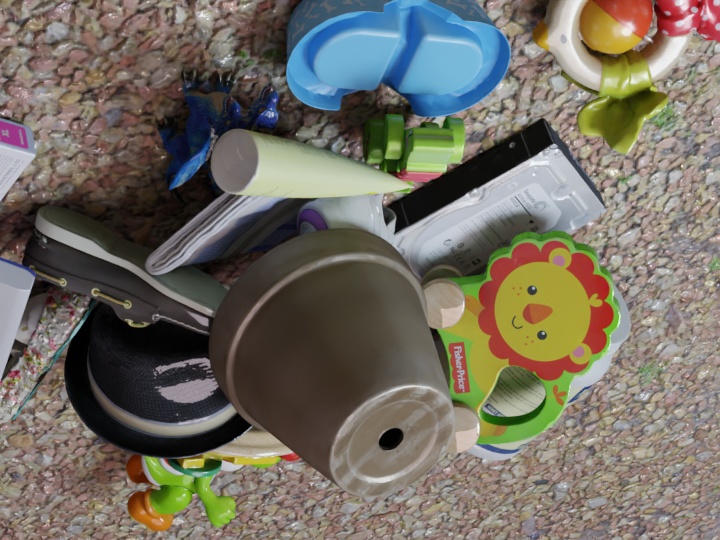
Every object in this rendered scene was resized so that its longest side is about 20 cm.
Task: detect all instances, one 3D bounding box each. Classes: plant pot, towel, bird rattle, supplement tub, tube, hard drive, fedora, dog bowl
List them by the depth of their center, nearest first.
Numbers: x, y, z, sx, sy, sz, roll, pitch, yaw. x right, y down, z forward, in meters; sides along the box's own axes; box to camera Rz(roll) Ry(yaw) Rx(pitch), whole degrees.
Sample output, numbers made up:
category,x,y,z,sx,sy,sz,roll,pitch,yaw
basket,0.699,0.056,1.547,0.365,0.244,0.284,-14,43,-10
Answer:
category,x,y,z,sx,sy,sz,roll,pitch,yaw
tube,-0.040,-0.080,1.447,0.052,0.058,0.199,-45,155,25
dog bowl,0.027,-0.187,1.476,0.198,0.050,0.112,1,140,-25
plant pot,-0.009,0.093,1.505,0.198,0.174,0.202,-14,129,-19
bird rattle,0.240,-0.206,1.506,0.162,0.113,0.200,29,123,-25
hard drive,-0.365,0.035,1.552,0.131,0.026,0.200,20,146,-9
towel,-0.088,-0.046,1.558,0.146,0.024,0.199,-37,169,26
fedora,-0.175,0.072,1.606,0.198,0.202,0.092,-13,149,-6
hard drive,0.124,-0.052,1.705,0.199,0.038,0.140,-29,143,14
supplement tub,0.166,0.084,1.806,0.144,0.146,0.200,13,134,-35

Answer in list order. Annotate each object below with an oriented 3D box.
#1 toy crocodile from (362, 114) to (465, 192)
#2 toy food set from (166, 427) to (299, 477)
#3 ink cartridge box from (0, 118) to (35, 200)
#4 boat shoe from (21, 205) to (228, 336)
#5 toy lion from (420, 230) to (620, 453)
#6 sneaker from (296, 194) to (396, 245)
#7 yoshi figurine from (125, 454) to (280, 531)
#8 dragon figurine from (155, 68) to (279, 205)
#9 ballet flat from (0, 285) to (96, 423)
category,x,y,z,sx,sy,sz,roll,pitch,yaw
toy crocodile,0.045,-0.100,1.522,0.067,0.063,0.200,2,-179,-11
toy food set,-0.132,0.130,1.711,0.196,0.200,0.049,1,118,-28
ink cartridge box,-0.378,-0.094,1.434,0.199,0.042,0.119,13,135,-39
boat shoe,-0.201,0.013,1.554,0.200,0.072,0.061,27,108,2
toy lion,0.155,0.065,1.689,0.189,0.069,0.202,-5,105,8
sneaker,0.000,0.000,1.617,0.099,0.075,0.201,-36,145,-26
yoshi figurine,-0.149,0.198,1.850,0.199,0.113,0.112,-33,-174,31
dragon figurine,-0.130,-0.098,1.482,0.058,0.100,0.201,7,137,-29
ballet flat,-0.315,0.071,1.655,0.063,0.076,0.200,26,124,-19
